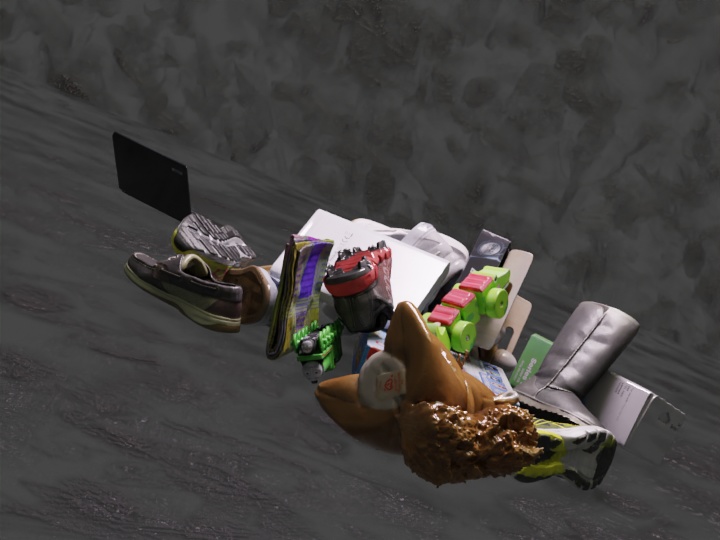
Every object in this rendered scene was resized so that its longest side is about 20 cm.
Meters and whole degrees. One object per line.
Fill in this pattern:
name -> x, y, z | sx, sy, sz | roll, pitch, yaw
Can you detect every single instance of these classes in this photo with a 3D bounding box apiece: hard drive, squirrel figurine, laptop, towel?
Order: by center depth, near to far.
squirrel figurine -> 0.090, 0.151, 1.294 | 0.186, 0.142, 0.200 | 29, 14, -47
towel -> -0.069, 0.031, 1.523 | 0.023, 0.145, 0.200 | 11, 3, 11
hard drive -> 0.000, 0.000, 1.668 | 0.199, 0.027, 0.132 | 22, 50, 19
laptop -> -0.322, -0.150, 2.211 | 0.176, 0.104, 0.199 | 27, 9, 28

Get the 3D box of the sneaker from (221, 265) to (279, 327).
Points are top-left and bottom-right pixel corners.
sneaker -> -0.102, 0.041, 1.570 | 0.108, 0.071, 0.200 | 19, -2, -20

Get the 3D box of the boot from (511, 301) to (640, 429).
boot -> 0.299, 0.138, 1.649 | 0.200, 0.073, 0.181 | -37, 46, -28

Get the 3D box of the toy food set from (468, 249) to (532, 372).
toy food set -> 0.200, 0.072, 1.736 | 0.060, 0.144, 0.200 | 23, -17, 14

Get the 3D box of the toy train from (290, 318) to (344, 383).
toy train -> -0.047, 0.091, 1.474 | 0.041, 0.057, 0.200 | -5, 3, 6

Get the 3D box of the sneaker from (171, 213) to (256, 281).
sneaker -> -0.204, -0.012, 1.656 | 0.078, 0.090, 0.200 | 52, 8, 15

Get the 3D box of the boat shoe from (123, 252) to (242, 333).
boat shoe -> -0.208, 0.013, 1.539 | 0.200, 0.067, 0.071 | 28, 10, 40

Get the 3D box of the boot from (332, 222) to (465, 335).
boot -> 0.054, 0.037, 1.734 | 0.096, 0.200, 0.073 | 45, 15, 13

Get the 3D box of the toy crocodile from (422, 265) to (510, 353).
toy crocodile -> 0.128, 0.047, 1.593 | 0.067, 0.062, 0.200 | 12, 37, 35

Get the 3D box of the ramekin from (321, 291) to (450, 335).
ramekin -> 0.049, 0.051, 1.894 | 0.201, 0.095, 0.202 | 22, 8, -3

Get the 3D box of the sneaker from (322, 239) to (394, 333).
sneaker -> 0.005, 0.022, 1.563 | 0.070, 0.099, 0.200 | -14, 11, 12

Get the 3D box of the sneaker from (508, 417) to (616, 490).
sneaker -> 0.211, 0.193, 1.435 | 0.199, 0.075, 0.084 | 15, 10, -43

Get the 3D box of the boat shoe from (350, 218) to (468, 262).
boat shoe -> 0.074, -0.024, 1.889 | 0.198, 0.071, 0.069 | 11, 11, -17

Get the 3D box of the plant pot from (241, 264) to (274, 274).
plant pot -> -0.085, 0.005, 1.769 | 0.198, 0.028, 0.200 | -4, 4, 0

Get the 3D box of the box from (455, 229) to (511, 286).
box -> 0.159, 0.049, 1.766 | 0.043, 0.161, 0.200 | 23, -12, 14

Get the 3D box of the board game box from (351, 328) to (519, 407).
board game box -> 0.088, 0.133, 1.582 | 0.194, 0.056, 0.200 | 21, 7, -2

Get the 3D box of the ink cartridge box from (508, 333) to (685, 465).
ink cartridge box -> 0.326, 0.178, 1.758 | 0.199, 0.084, 0.145 | 27, -1, 37
